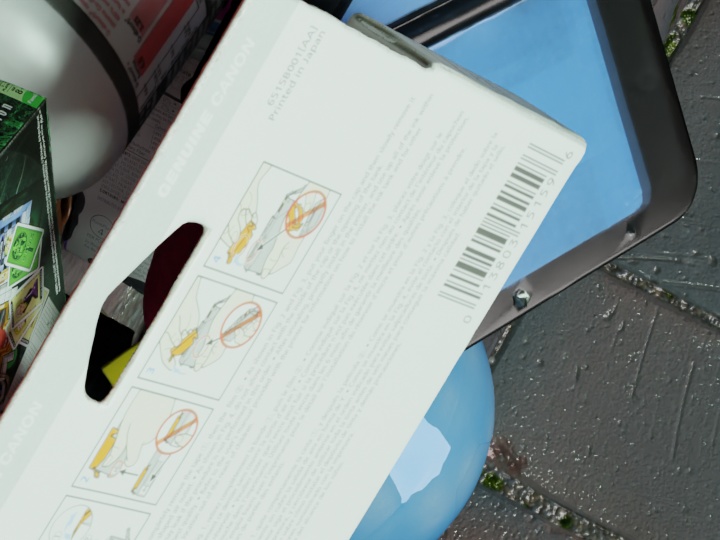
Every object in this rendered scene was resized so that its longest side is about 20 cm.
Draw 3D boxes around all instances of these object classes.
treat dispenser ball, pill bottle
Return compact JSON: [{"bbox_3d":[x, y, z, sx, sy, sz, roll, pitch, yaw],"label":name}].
[{"bbox_3d":[-0.025,0.076,1.355,0.202,0.200,0.201,-60,170,-18],"label":"treat dispenser ball"},{"bbox_3d":[-0.101,-0.095,0.738,0.201,0.115,0.116,-59,170,-26],"label":"pill bottle"}]

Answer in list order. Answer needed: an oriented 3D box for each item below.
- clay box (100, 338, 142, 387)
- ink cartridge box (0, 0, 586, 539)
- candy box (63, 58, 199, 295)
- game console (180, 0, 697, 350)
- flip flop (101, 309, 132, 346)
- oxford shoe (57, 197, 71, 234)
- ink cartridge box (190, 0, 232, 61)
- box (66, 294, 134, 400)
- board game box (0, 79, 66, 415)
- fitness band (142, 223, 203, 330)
[{"bbox_3d":[0.000,0.000,0.942,0.199,0.048,0.115,-34,176,1],"label":"clay box"},{"bbox_3d":[-0.038,0.016,0.727,0.173,0.043,0.201,22,102,-50],"label":"ink cartridge box"},{"bbox_3d":[-0.049,-0.109,1.115,0.168,0.071,0.201,-51,165,-50],"label":"candy box"},{"bbox_3d":[0.053,-0.068,0.811,0.199,0.117,0.176,-30,167,-32],"label":"game console"},{"bbox_3d":[-0.065,0.056,1.132,0.058,0.199,0.081,-48,129,-18],"label":"flip flop"},{"bbox_3d":[-0.127,-0.050,0.867,0.201,0.071,0.071,-66,168,3],"label":"oxford shoe"},{"bbox_3d":[-0.005,-0.168,0.902,0.076,0.136,0.201,166,-58,-77],"label":"ink cartridge box"},{"bbox_3d":[-0.169,0.114,0.976,0.141,0.078,0.201,-56,168,-44],"label":"box"},{"bbox_3d":[-0.116,0.049,0.678,0.201,0.023,0.105,93,23,-51],"label":"board game box"},{"bbox_3d":[-0.033,-0.047,1.067,0.201,0.037,0.144,-59,166,-11],"label":"fitness band"}]
